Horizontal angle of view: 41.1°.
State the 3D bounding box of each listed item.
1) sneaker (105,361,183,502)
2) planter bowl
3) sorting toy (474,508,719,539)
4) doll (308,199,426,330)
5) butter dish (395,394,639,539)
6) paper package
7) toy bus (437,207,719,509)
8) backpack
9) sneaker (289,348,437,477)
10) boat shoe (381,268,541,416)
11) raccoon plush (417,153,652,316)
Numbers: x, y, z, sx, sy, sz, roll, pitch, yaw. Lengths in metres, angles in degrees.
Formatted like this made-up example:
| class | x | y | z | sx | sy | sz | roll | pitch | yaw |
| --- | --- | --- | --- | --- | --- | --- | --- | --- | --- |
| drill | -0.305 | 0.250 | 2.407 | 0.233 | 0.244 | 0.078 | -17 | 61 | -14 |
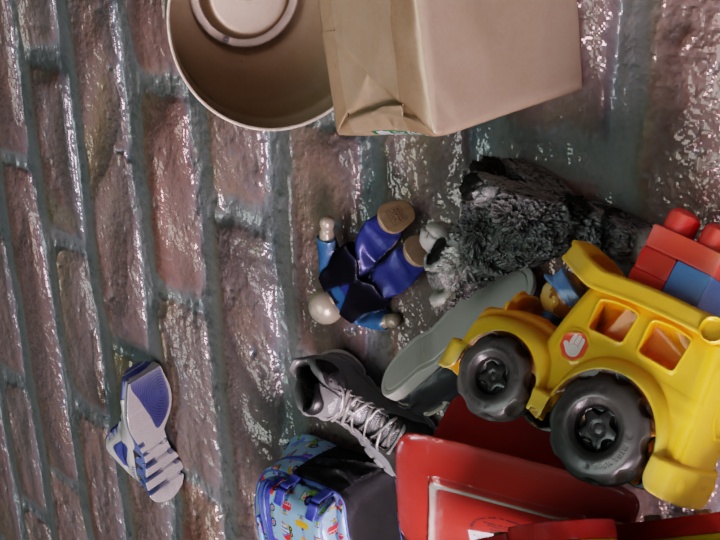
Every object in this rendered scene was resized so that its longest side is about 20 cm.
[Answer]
| class | x | y | z | sx | sy | sz | roll | pitch | yaw |
| --- | --- | --- | --- | --- | --- | --- | --- | --- | --- |
| sneaker | -0.328 | 0.230 | 1.387 | 0.114 | 0.080 | 0.203 | 12 | 115 | 40 |
| planter bowl | -0.092 | -0.249 | 0.893 | 0.135 | 0.196 | 0.204 | -127 | 37 | -56 |
| sorting toy | 0.168 | 0.204 | 0.648 | 0.199 | 0.196 | 0.071 | 122 | 146 | -67 |
| doll | 0.000 | 0.000 | 0.980 | 0.137 | 0.048 | 0.200 | 52 | 142 | 5 |
| butter dish | 0.139 | 0.169 | 0.840 | 0.196 | 0.149 | 0.201 | 11 | 141 | 13 |
| paper package | 0.070 | -0.209 | 0.715 | 0.102 | 0.198 | 0.194 | 6 | 111 | 44 |
| toy bus | 0.180 | 0.044 | 0.685 | 0.198 | 0.135 | 0.195 | 26 | 96 | 37 |
| backpack | -0.052 | 0.287 | 1.087 | 0.198 | 0.133 | 0.186 | 11 | 113 | 46 |
| sneaker | -0.004 | 0.155 | 0.986 | 0.199 | 0.115 | 0.076 | 37 | 103 | 30 |
| boat shoe | 0.102 | 0.072 | 0.894 | 0.060 | 0.074 | 0.200 | 33 | 122 | -22 |
| raccoon plush | 0.135 | -0.003 | 0.795 | 0.199 | 0.096 | 0.136 | 34 | 122 | 33 |
